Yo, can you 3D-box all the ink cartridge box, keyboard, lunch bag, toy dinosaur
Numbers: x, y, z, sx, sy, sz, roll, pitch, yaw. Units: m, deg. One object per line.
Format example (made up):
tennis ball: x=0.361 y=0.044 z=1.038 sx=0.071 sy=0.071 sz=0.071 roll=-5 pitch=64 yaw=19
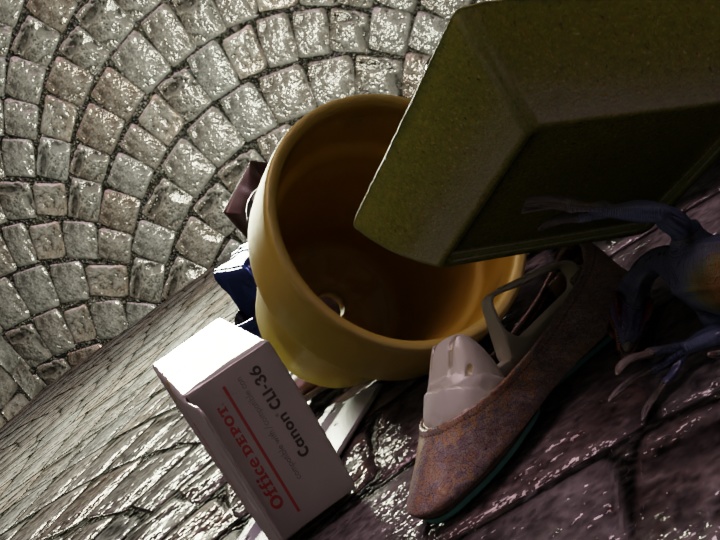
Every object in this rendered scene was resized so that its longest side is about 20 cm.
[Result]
ink cartridge box: x=-0.072 y=0.105 z=0.752 sx=0.067 sy=0.117 sz=0.200 roll=-34 pitch=12 yaw=-12
keyboard: x=-0.036 y=0.143 z=0.818 sx=0.056 sy=0.011 sz=0.200 roll=-26 pitch=14 yaw=30
lunch bag: x=-0.074 y=0.018 z=1.190 sx=0.132 sy=0.136 sz=0.200 roll=-39 pitch=7 yaw=-18
toy dinosaur: x=0.176 y=0.016 z=0.537 sx=0.197 sy=0.107 sz=0.181 roll=-1 pitch=6 yaw=10

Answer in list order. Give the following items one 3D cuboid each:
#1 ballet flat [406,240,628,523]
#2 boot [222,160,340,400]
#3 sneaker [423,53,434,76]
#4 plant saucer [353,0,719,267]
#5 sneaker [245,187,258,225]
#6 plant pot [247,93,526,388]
ballet flat: x=0.079 y=0.052 z=0.633 sx=0.200 sy=0.068 sz=0.068 roll=-42 pitch=9 yaw=-29
boot: x=-0.071 y=0.006 z=1.027 sx=0.064 sy=0.201 sz=0.187 roll=-30 pitch=11 yaw=35
sneaker: x=0.121 y=-0.203 z=1.004 sx=0.074 sy=0.108 sz=0.199 roll=-14 pitch=-8 yaw=42
plant saucer: x=0.114 y=-0.063 z=0.585 sx=0.197 sy=0.048 sz=0.200 roll=-9 pitch=-23 yaw=-20
sneaker: x=-0.007 y=-0.064 z=1.000 sx=0.114 sy=0.076 sz=0.199 roll=-16 pitch=2 yaw=34
plant pot: x=0.000 y=0.000 z=0.864 sx=0.201 sy=0.201 sz=0.189 roll=-42 pitch=-5 yaw=-30
